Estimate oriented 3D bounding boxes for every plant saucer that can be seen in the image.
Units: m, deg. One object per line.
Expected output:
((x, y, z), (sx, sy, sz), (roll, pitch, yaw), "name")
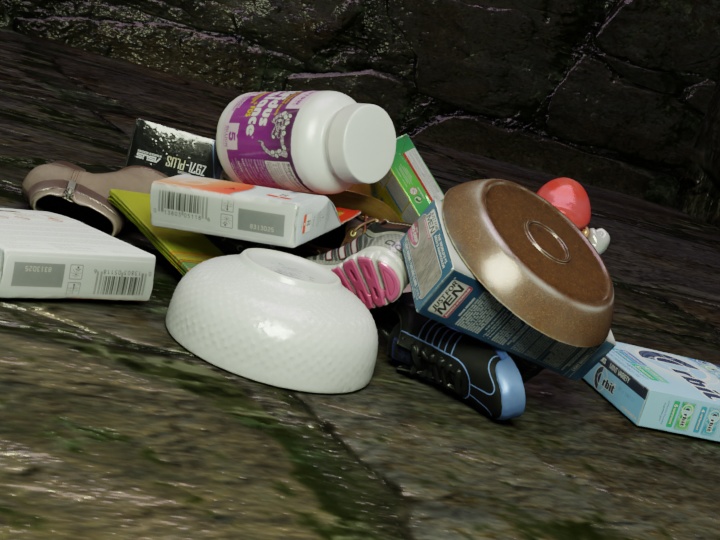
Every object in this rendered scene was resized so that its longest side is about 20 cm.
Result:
((0.163, -0.017, 1.048), (0.199, 0.035, 0.201), (28, 32, -19), "plant saucer")

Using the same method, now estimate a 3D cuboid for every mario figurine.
((0.222, -0.016, 1.381), (0.123, 0.202, 0.106), (6, 17, -42), "mario figurine")

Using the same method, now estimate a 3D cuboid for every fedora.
((-0.044, -0.084, 1.394), (0.198, 0.083, 0.201), (4, -21, 1), "fedora")

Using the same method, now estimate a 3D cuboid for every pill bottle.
((-0.060, -0.142, 1.257), (0.199, 0.114, 0.112), (7, 3, 43), "pill bottle")

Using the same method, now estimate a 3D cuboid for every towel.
((-0.186, -0.025, 1.202), (0.200, 0.018, 0.086), (42, 20, 33), "towel")

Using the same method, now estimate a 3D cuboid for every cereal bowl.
((-0.073, 0.035, 1.043), (0.198, 0.084, 0.200), (17, 12, -4), "cereal bowl")

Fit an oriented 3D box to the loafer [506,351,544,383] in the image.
((0.111, 0.032, 1.152), (0.072, 0.072, 0.201), (-16, 65, -43), "loafer")

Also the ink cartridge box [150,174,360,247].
((-0.101, -0.074, 1.188), (0.160, 0.051, 0.200), (9, 17, 18), "ink cartridge box")

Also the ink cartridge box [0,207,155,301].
((-0.313, -0.019, 1.065), (0.199, 0.051, 0.161), (17, 10, 43), "ink cartridge box")

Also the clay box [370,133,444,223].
((0.047, -0.075, 1.427), (0.047, 0.116, 0.200), (-27, -11, -17), "clay box")

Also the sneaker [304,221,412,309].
((0.000, 0.000, 1.147), (0.087, 0.074, 0.199), (-37, 12, -33), "sneaker")

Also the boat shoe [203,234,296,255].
((-0.110, -0.024, 1.278), (0.197, 0.067, 0.074), (19, 13, 8), "boat shoe")

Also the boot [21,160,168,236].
((-0.280, -0.071, 1.279), (0.198, 0.071, 0.146), (13, 19, -15), "boot")

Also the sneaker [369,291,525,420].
((0.077, 0.085, 1.090), (0.077, 0.071, 0.200), (-14, 32, -24), "sneaker")

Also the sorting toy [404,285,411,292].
((0.086, 0.027, 1.272), (0.178, 0.108, 0.199), (-7, 7, -30), "sorting toy")

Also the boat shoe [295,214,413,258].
((-0.001, -0.028, 1.289), (0.198, 0.071, 0.071), (-5, 36, 36), "boat shoe")

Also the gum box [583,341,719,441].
((0.358, 0.137, 1.270), (0.198, 0.045, 0.170), (12, 13, -19), "gum box")

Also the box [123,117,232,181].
((-0.218, -0.130, 1.476), (0.162, 0.087, 0.200), (15, 2, -10), "box")

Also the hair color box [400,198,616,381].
((0.137, 0.021, 1.062), (0.199, 0.061, 0.101), (24, 33, -27), "hair color box")
